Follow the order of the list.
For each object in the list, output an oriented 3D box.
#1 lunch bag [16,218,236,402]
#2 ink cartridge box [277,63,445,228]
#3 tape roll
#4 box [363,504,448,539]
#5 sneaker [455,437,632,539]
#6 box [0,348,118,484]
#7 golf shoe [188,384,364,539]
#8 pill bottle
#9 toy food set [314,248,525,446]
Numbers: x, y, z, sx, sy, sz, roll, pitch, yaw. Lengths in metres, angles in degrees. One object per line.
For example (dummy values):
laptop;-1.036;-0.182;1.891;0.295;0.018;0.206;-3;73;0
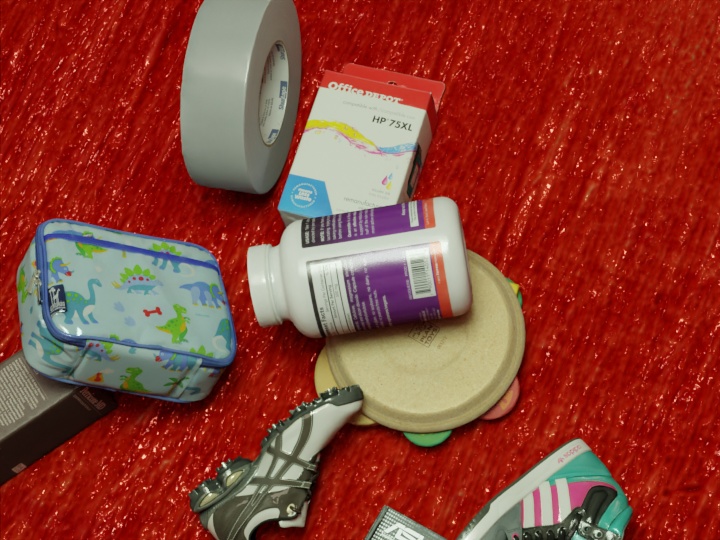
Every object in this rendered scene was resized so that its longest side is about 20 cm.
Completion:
lunch bag;-0.224;0.034;1.588;0.200;0.082;0.161;13;43;-27
ink cartridge box;0.004;-0.125;1.680;0.116;0.067;0.200;13;72;13
tape roll;-0.115;-0.178;1.646;0.066;0.200;0.201;7;71;12
box;0.060;0.343;1.507;0.200;0.048;0.193;28;78;16
sneaker;0.172;0.246;1.490;0.200;0.084;0.121;-34;65;-31
box;-0.344;0.148;1.613;0.200;0.100;0.075;-36;70;-5
golf shoe;-0.062;0.188;1.570;0.200;0.078;0.095;-40;81;9
pill bottle;0.000;0.000;1.557;0.200;0.112;0.113;-9;69;5
toy food set;0.064;0.068;1.609;0.198;0.049;0.200;14;72;13
